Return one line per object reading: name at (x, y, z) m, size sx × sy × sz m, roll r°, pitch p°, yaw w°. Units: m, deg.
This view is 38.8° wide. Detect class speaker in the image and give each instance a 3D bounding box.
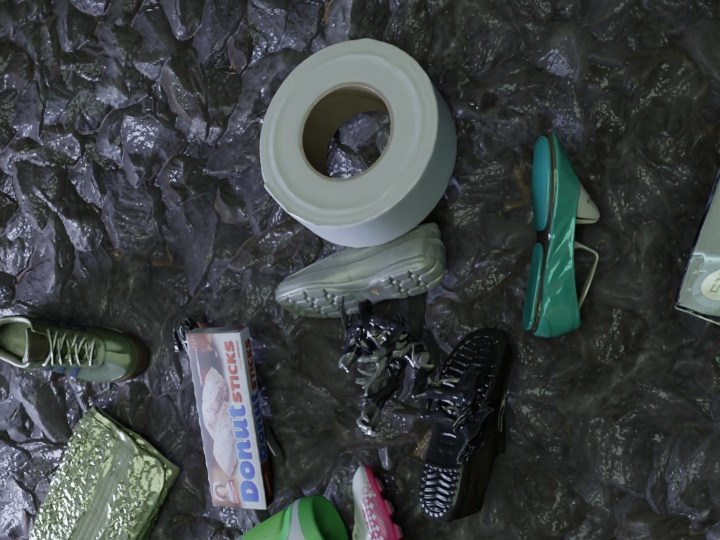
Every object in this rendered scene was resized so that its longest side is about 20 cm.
speaker at (-0.111, 0.324, 1.116) m, size 0.198 × 0.088 × 0.089 m, roll -33°, pitch 81°, yaw 16°

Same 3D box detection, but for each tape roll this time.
tape roll at (-0.004, -0.130, 1.054) m, size 0.198 × 0.071 × 0.207 m, roll -6°, pitch 73°, yaw 21°

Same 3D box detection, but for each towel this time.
towel at (-0.307, 0.277, 1.207) m, size 0.147 × 0.036 × 0.203 m, roll 29°, pitch 100°, yaw 16°

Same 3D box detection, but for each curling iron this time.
curling iron at (-0.146, 0.134, 1.159) m, size 0.201 × 0.025 × 0.050 m, roll 51°, pitch 126°, yaw 6°

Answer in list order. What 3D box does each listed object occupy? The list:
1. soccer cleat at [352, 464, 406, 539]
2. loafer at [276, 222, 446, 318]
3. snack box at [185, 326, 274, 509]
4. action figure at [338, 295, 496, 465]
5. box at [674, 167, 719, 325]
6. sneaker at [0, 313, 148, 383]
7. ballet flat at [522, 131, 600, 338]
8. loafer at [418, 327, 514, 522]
soccer cleat at (0.014, 0.311, 1.078) m, size 0.085 × 0.070 × 0.204 m, roll -20°, pitch 86°, yaw 1°
loafer at (0.000, 0.000, 1.092) m, size 0.196 × 0.070 × 0.071 m, roll -14°, pitch 53°, yaw 22°
snack box at (-0.144, 0.164, 1.135) m, size 0.070 × 0.024 × 0.204 m, roll -3°, pitch 102°, yaw 23°
action figure at (0.033, 0.104, 1.014) m, size 0.198 × 0.120 × 0.102 m, roll 31°, pitch 63°, yaw 33°
box at (0.354, -0.051, 0.916) m, size 0.085 × 0.163 × 0.204 m, roll 20°, pitch 97°, yaw 16°
sneaker at (-0.354, 0.093, 1.190) m, size 0.196 × 0.090 × 0.069 m, roll 11°, pitch 93°, yaw 17°
ballet flat at (0.204, -0.034, 1.026) m, size 0.069 × 0.067 × 0.205 m, roll 3°, pitch 92°, yaw -6°
loafer at (0.116, 0.159, 1.056) m, size 0.072 × 0.071 × 0.204 m, roll 13°, pitch 83°, yaw 48°
